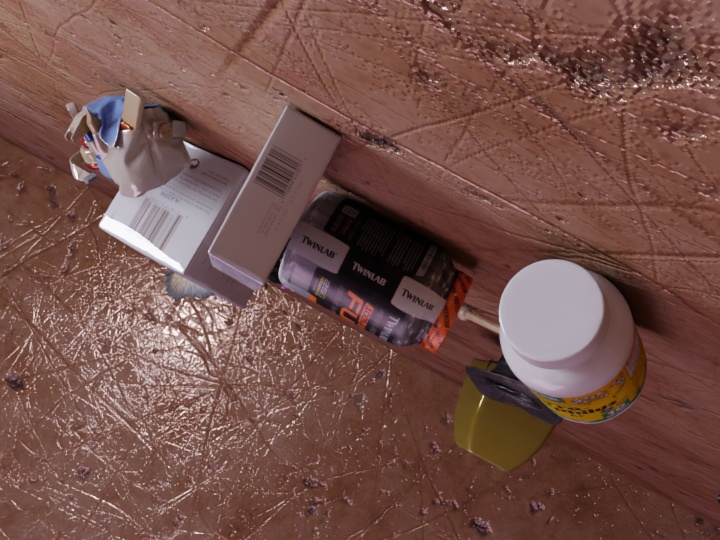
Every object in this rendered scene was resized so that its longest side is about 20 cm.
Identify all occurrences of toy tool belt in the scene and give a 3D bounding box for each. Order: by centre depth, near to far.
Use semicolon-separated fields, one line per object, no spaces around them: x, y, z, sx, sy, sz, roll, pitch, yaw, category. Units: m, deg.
-0.305;-0.178;0.978;0.199;0.125;0.124;18;137;40;toy tool belt

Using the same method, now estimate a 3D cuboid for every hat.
0.276;0.186;1.359;0.199;0.081;0.201;26;164;8;hat

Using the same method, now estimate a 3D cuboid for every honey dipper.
0.211;0.089;1.112;0.038;0.038;0.199;34;174;-39;honey dipper

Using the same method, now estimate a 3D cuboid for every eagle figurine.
-0.250;-0.024;1.322;0.198;0.153;0.151;11;152;5;eagle figurine

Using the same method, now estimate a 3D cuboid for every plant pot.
0.318;0.340;1.792;0.194;0.201;0.194;30;173;-5;plant pot

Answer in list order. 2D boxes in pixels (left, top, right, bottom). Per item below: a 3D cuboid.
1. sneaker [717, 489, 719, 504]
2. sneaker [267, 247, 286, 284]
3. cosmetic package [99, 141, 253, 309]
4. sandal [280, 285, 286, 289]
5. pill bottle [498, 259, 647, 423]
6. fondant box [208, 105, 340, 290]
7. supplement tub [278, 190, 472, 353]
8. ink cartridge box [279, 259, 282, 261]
0.659;0.382;1.216;0.199;0.088;0.076;25;172;27;sneaker
-0.165;-0.037;1.399;0.070;0.100;0.200;25;171;39;sneaker
-0.232;-0.070;1.147;0.166;0.167;0.200;26;172;21;cosmetic package
-0.208;0.036;2.277;0.082;0.050;0.203;29;173;-4;sandal
0.187;0.064;0.691;0.112;0.113;0.200;24;171;30;pill bottle
-0.087;-0.059;0.752;0.058;0.145;0.200;28;173;-6;fondant box
0.018;0.005;0.889;0.199;0.123;0.123;27;173;5;supplement tub
-0.033;0.022;1.340;0.200;0.068;0.116;35;-176;-47;ink cartridge box
